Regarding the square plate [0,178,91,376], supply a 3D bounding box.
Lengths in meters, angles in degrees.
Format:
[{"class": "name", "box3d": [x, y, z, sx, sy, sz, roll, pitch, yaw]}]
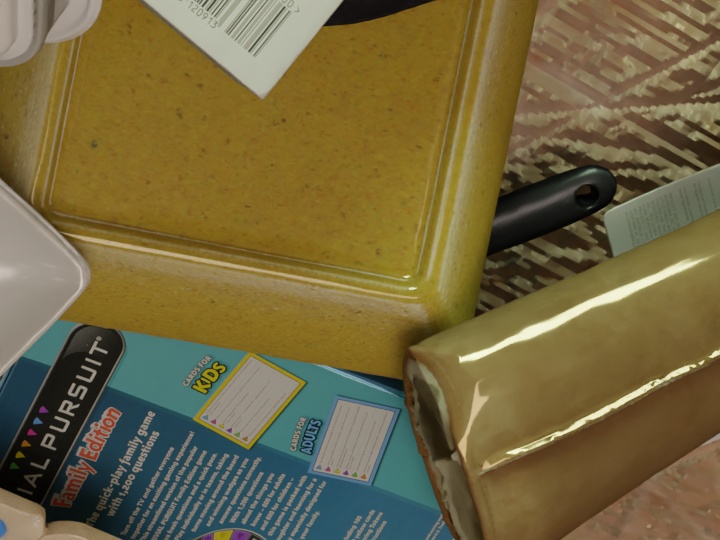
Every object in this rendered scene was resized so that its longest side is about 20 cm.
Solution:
[{"class": "square plate", "box3d": [-0.216, 0.006, 0.665, 0.200, 0.028, 0.198, -46, 116, -4]}]

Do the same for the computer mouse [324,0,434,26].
[{"class": "computer mouse", "box3d": [0.038, -0.138, 0.706, 0.200, 0.053, 0.139, -17, 89, -19]}]

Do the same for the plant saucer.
[{"class": "plant saucer", "box3d": [-0.034, -0.070, 0.742, 0.200, 0.048, 0.200, 10, 94, -16]}]

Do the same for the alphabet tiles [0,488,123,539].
[{"class": "alphabet tiles", "box3d": [-0.174, 0.119, 0.822, 0.200, 0.015, 0.196, 27, 139, -21]}]

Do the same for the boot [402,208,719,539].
[{"class": "boot", "box3d": [0.107, -0.004, 0.756, 0.200, 0.066, 0.175, -25, 119, -11]}]

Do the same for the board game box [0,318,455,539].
[{"class": "board game box", "box3d": [-0.048, 0.077, 0.836, 0.200, 0.047, 0.151, 22, 118, -16]}]

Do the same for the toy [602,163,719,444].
[{"class": "toy", "box3d": [0.191, -0.017, 0.851, 0.200, 0.047, 0.115, -23, 120, -6]}]

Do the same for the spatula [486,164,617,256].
[{"class": "spatula", "box3d": [0.000, 0.000, 0.830, 0.200, 0.021, 0.057, -18, 119, 10]}]

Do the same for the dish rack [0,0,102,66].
[{"class": "dish rack", "box3d": [-0.172, -0.133, 0.633, 0.200, 0.044, 0.172, 19, 144, 6]}]

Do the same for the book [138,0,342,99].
[{"class": "book", "box3d": [-0.012, -0.161, 0.571, 0.134, 0.048, 0.200, 39, 90, -29]}]
